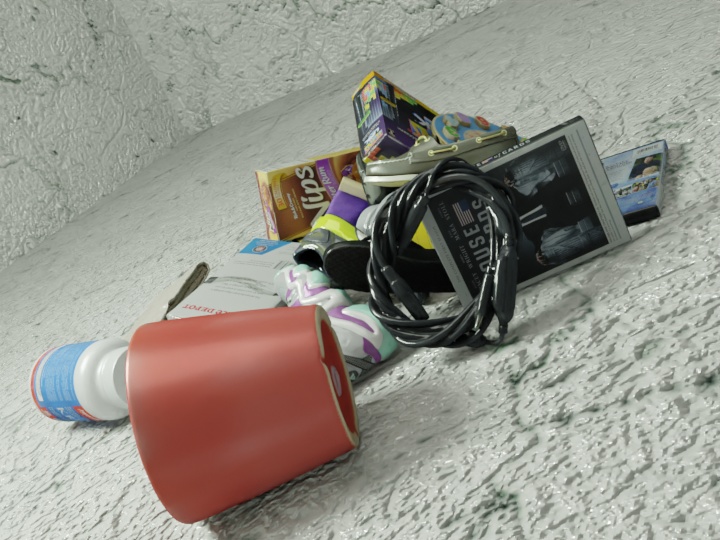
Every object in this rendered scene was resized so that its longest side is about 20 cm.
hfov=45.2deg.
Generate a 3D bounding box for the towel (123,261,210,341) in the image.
[{"bbox_3d":[-0.327,0.071,1.410,0.132,0.034,0.200,-33,19,32],"label":"towel"}]

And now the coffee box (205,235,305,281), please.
[{"bbox_3d":[-0.163,0.005,1.404,0.200,0.044,0.123,-28,18,-1],"label":"coffee box"}]

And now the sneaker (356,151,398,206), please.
[{"bbox_3d":[0.041,-0.152,1.255,0.079,0.076,0.200,-13,21,11],"label":"sneaker"}]

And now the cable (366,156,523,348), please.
[{"bbox_3d":[0.086,-0.019,0.907,0.163,0.201,0.051,1,-4,23],"label":"cable"}]

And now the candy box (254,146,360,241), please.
[{"bbox_3d":[-0.064,-0.127,1.418,0.199,0.117,0.056,-17,16,-23],"label":"candy box"}]

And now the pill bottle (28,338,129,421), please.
[{"bbox_3d":[-0.364,0.152,1.200,0.200,0.112,0.112,-11,25,42],"label":"pill bottle"}]

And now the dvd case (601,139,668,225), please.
[{"bbox_3d":[0.305,-0.098,1.075,0.142,0.018,0.200,-17,23,30],"label":"dvd case"}]

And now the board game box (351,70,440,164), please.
[{"bbox_3d":[0.087,-0.173,1.217,0.057,0.200,0.166,-46,33,28],"label":"board game box"}]

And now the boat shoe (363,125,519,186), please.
[{"bbox_3d":[0.101,-0.142,1.094,0.201,0.061,0.072,-5,2,13],"label":"boat shoe"}]

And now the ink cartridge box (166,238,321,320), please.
[{"bbox_3d":[-0.136,0.046,1.157,0.144,0.084,0.200,8,36,33],"label":"ink cartridge box"}]

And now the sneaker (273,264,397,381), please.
[{"bbox_3d":[-0.069,0.076,0.996,0.140,0.078,0.200,-42,43,-22],"label":"sneaker"}]

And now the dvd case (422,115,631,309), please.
[{"bbox_3d":[0.176,-0.058,0.947,0.199,0.151,0.025,-25,18,8],"label":"dvd case"}]

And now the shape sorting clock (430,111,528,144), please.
[{"bbox_3d":[0.191,-0.168,1.199,0.039,0.199,0.200,-64,-2,32],"label":"shape sorting clock"}]

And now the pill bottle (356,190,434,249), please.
[{"bbox_3d":[0.087,-0.054,1.115,0.200,0.112,0.112,-3,31,50],"label":"pill bottle"}]

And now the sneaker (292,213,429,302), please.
[{"bbox_3d":[0.000,0.000,1.091,0.200,0.074,0.081,24,54,34],"label":"sneaker"}]

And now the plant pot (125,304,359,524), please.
[{"bbox_3d":[-0.103,0.124,0.834,0.177,0.201,0.201,-15,20,4],"label":"plant pot"}]

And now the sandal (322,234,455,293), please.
[{"bbox_3d":[0.046,-0.010,1.000,0.075,0.200,0.048,119,147,-41],"label":"sandal"}]

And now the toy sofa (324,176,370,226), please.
[{"bbox_3d":[-0.010,-0.084,1.297,0.083,0.098,0.200,20,26,0],"label":"toy sofa"}]
